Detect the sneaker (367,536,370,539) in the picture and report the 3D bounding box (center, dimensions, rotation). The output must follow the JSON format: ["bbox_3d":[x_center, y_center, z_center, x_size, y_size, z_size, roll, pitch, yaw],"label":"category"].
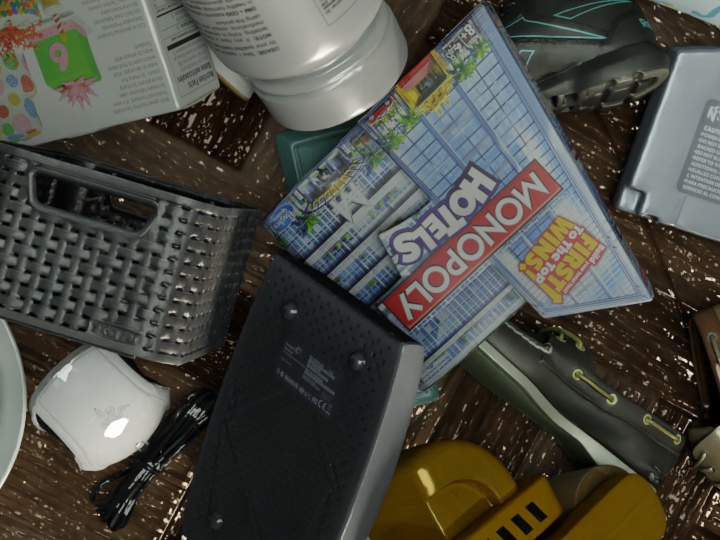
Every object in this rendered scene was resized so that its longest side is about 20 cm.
[{"bbox_3d":[-0.031,0.183,1.205,0.082,0.074,0.200,-26,96,-4],"label":"sneaker"}]

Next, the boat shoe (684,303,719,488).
[{"bbox_3d":[0.255,0.117,1.262,0.072,0.076,0.200,-4,88,-8],"label":"boat shoe"}]

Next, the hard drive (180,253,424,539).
[{"bbox_3d":[-0.034,0.105,1.129,0.042,0.135,0.200,1,115,-46],"label":"hard drive"}]

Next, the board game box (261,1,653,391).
[{"bbox_3d":[0.073,-0.024,1.135,0.200,0.062,0.200,-44,90,12],"label":"board game box"}]

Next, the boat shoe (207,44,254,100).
[{"bbox_3d":[-0.114,-0.198,1.145,0.069,0.071,0.200,-38,101,-4],"label":"boat shoe"}]

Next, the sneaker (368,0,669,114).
[{"bbox_3d":[0.098,-0.132,1.209,0.200,0.075,0.079,-15,77,-9],"label":"sneaker"}]

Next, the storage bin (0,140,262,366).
[{"bbox_3d":[-0.143,-0.011,1.084,0.135,0.200,0.094,17,93,4],"label":"storage bin"}]

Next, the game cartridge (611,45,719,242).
[{"bbox_3d":[0.282,-0.076,1.255,0.200,0.040,0.133,17,102,-14],"label":"game cartridge"}]

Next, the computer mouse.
[{"bbox_3d":[-0.142,0.098,1.117,0.110,0.200,0.044,-43,70,-4],"label":"computer mouse"}]

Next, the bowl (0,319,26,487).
[{"bbox_3d":[-0.305,0.072,1.125,0.201,0.090,0.201,-1,96,-13],"label":"bowl"}]

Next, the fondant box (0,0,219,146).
[{"bbox_3d":[-0.185,-0.180,1.098,0.144,0.058,0.200,-11,104,26],"label":"fondant box"}]

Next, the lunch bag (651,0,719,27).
[{"bbox_3d":[0.255,-0.239,1.148,0.170,0.200,0.128,17,72,-13],"label":"lunch bag"}]

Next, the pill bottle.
[{"bbox_3d":[-0.055,-0.183,1.067,0.113,0.113,0.200,-36,129,-6],"label":"pill bottle"}]

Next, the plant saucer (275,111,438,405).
[{"bbox_3d":[0.000,0.000,1.219,0.070,0.019,0.200,-14,100,-10],"label":"plant saucer"}]

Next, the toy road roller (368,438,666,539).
[{"bbox_3d":[0.080,0.160,1.166,0.200,0.123,0.146,-33,97,-40],"label":"toy road roller"}]

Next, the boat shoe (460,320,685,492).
[{"bbox_3d":[0.132,0.075,1.231,0.201,0.072,0.061,41,79,-17],"label":"boat shoe"}]
